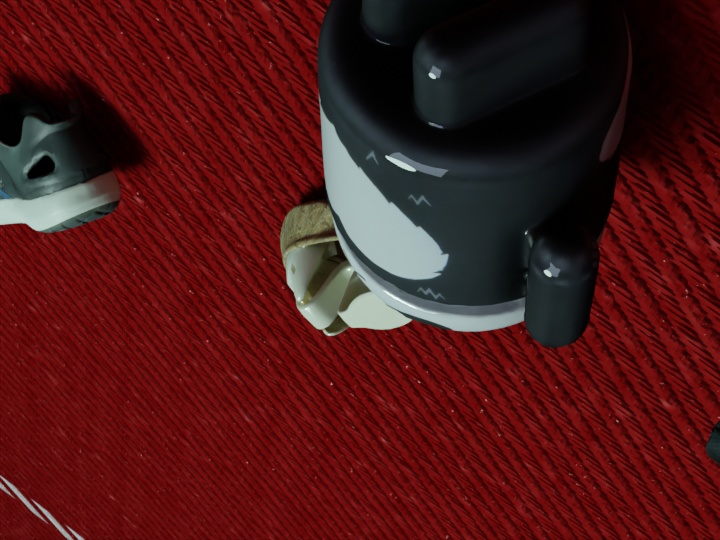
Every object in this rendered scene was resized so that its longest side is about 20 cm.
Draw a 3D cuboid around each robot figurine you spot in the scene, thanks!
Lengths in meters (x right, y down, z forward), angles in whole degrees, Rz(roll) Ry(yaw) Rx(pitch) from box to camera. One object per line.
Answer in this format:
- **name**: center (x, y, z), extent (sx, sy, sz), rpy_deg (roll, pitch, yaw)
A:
- **robot figurine**: center (0.043, -0.058, 0.900), extent (0.124, 0.151, 0.200), rpy_deg (10, 152, 7)

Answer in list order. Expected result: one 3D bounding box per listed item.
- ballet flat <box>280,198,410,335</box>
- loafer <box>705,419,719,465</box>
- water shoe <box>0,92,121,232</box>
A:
- **ballet flat**: center (0.000, 0.000, 1.157), extent (0.071, 0.065, 0.200), rpy_deg (46, 157, -17)
- **loafer**: center (0.228, 0.083, 0.958), extent (0.073, 0.073, 0.200), rpy_deg (22, 173, 44)
- **water shoe**: center (-0.204, -0.071, 1.364), extent (0.200, 0.071, 0.079), rpy_deg (5, 113, 56)
